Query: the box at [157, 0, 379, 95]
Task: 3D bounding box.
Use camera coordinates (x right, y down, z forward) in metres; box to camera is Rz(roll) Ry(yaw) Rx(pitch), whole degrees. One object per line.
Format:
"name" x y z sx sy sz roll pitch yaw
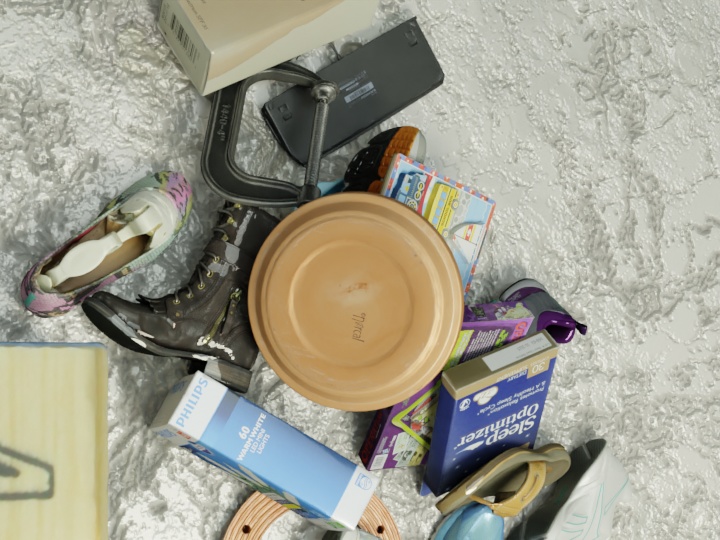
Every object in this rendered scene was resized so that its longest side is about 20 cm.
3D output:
"box" -0.086 -0.256 1.578 0.199 0.078 0.095 -28 73 -24

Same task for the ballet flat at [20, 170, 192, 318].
"ballet flat" -0.227 -0.027 1.514 0.200 0.071 0.069 -38 94 -22

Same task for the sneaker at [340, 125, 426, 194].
"sneaker" 0.025 -0.041 1.594 0.092 0.076 0.201 28 81 -42

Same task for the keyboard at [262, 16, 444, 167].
"keyboard" -0.016 -0.200 1.652 0.200 0.021 0.127 -33 101 -24

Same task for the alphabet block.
"alphabet block" -0.329 0.162 1.390 0.195 0.195 0.201 1 87 -22

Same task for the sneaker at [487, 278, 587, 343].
"sneaker" 0.135 0.085 1.651 0.200 0.087 0.075 -37 142 -22

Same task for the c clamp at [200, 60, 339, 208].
"c clamp" -0.065 -0.121 1.560 0.170 0.027 0.201 3 59 -3

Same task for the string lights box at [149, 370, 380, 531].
"string lights box" -0.091 0.170 1.531 0.199 0.103 0.059 31 74 -10

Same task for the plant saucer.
"plant saucer" -0.006 0.029 1.488 0.199 0.032 0.201 1 96 11

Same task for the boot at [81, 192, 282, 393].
"boot" -0.148 0.006 1.529 0.199 0.069 0.175 27 78 -30

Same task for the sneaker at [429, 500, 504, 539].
"sneaker" 0.102 0.325 1.627 0.078 0.090 0.201 30 72 -20

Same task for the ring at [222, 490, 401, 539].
"ring" -0.048 0.295 1.601 0.199 0.019 0.202 2 85 -23

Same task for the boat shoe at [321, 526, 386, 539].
"boat shoe" -0.030 0.341 1.558 0.065 0.074 0.203 25 70 -16

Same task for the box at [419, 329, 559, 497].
"box" 0.124 0.152 1.609 0.121 0.201 0.032 -21 54 -24

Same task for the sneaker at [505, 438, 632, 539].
"sneaker" 0.216 0.271 1.695 0.200 0.070 0.080 -47 108 -20

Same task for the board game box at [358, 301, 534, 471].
"board game box" 0.081 0.113 1.588 0.119 0.201 0.032 0 41 -27

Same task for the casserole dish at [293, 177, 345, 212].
"casserole dish" 0.000 0.000 1.634 0.121 0.039 0.200 -43 104 -21

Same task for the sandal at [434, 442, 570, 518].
"sandal" 0.155 0.217 1.634 0.200 0.080 0.054 -2 53 -51

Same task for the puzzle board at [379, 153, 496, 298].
"puzzle board" 0.055 0.006 1.570 0.150 0.017 0.201 22 85 -42
